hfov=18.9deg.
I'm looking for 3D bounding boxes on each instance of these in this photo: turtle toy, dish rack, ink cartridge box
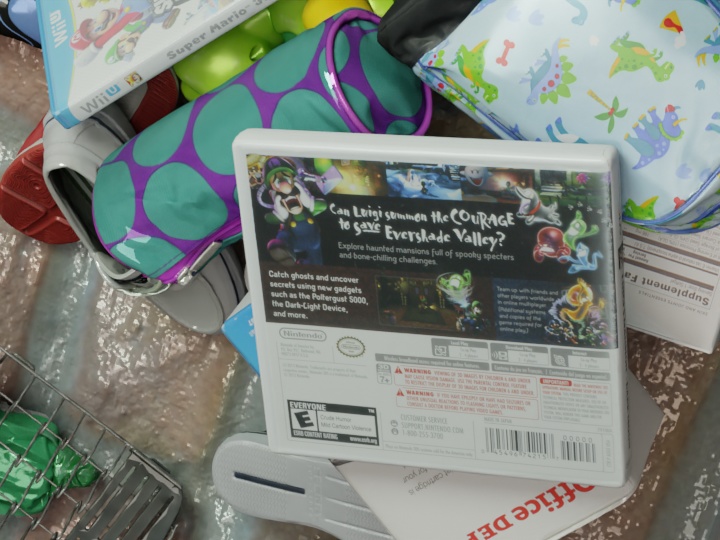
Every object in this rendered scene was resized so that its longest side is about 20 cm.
[{"bbox_3d":[-0.018,-0.157,1.269,0.198,0.102,0.146,-20,50,-14],"label":"turtle toy"},{"bbox_3d":[-0.219,0.141,1.371,0.199,0.055,0.154,38,102,-6],"label":"dish rack"},{"bbox_3d":[0.046,0.056,1.183,0.146,0.086,0.200,-33,103,31],"label":"ink cartridge box"}]

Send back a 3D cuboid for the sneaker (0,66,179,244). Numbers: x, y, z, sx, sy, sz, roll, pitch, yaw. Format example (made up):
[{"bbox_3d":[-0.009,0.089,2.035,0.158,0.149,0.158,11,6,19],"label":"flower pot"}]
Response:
[{"bbox_3d":[-0.157,-0.106,1.359,0.078,0.116,0.200,31,136,-19],"label":"sneaker"}]

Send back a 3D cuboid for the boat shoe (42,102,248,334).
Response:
[{"bbox_3d":[-0.138,-0.016,1.314,0.073,0.067,0.200,-16,131,28],"label":"boat shoe"}]

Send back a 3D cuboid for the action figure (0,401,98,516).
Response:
[{"bbox_3d":[-0.267,0.112,1.419,0.198,0.055,0.119,15,100,3],"label":"action figure"}]

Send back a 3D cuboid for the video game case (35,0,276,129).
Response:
[{"bbox_3d":[-0.099,-0.180,1.241,0.199,0.144,0.018,-30,135,14],"label":"video game case"}]

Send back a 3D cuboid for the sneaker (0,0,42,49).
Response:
[{"bbox_3d":[-0.266,-0.181,1.368,0.199,0.070,0.078,34,108,14],"label":"sneaker"}]

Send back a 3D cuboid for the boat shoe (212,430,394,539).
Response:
[{"bbox_3d":[0.006,0.131,1.333,0.199,0.071,0.073,18,117,25],"label":"boat shoe"}]

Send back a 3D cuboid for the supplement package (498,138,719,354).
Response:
[{"bbox_3d":[0.167,-0.082,1.237,0.149,0.152,0.202,18,103,11],"label":"supplement package"}]

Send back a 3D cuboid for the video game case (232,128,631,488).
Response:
[{"bbox_3d":[0.038,0.019,1.105,0.198,0.023,0.183,4,117,20],"label":"video game case"}]

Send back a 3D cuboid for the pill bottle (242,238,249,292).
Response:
[{"bbox_3d":[0.000,0.000,1.306,0.200,0.120,0.120,46,105,3],"label":"pill bottle"}]

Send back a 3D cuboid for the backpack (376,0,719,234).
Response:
[{"bbox_3d":[0.130,-0.107,1.101,0.200,0.154,0.163,43,99,-10],"label":"backpack"}]

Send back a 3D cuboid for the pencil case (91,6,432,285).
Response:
[{"bbox_3d":[-0.055,-0.064,1.199,0.199,0.085,0.093,-29,70,35],"label":"pencil case"}]
